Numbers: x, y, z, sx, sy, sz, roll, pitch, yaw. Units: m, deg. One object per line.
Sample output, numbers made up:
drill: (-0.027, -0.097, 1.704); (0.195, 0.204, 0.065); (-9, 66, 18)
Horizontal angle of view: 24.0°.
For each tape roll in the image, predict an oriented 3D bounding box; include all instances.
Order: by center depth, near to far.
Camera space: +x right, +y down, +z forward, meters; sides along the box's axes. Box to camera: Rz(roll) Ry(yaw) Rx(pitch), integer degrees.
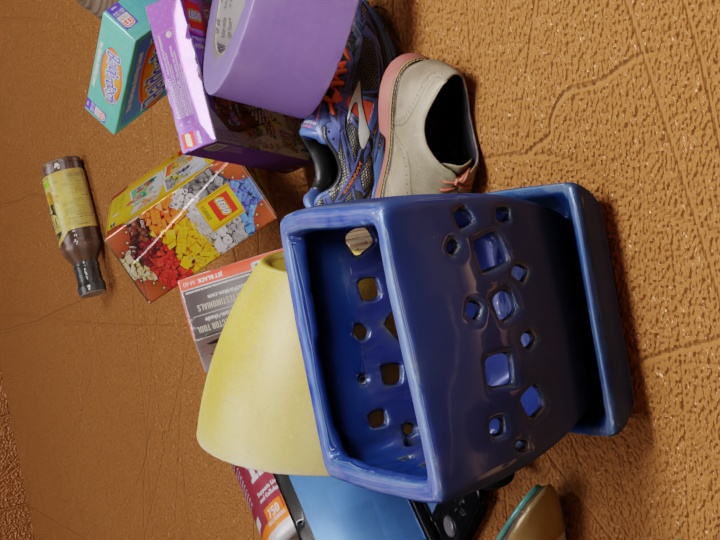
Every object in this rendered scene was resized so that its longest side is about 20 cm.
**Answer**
tape roll: (-0.063, -0.233, 1.396); (0.200, 0.084, 0.202); (-168, 90, -75)

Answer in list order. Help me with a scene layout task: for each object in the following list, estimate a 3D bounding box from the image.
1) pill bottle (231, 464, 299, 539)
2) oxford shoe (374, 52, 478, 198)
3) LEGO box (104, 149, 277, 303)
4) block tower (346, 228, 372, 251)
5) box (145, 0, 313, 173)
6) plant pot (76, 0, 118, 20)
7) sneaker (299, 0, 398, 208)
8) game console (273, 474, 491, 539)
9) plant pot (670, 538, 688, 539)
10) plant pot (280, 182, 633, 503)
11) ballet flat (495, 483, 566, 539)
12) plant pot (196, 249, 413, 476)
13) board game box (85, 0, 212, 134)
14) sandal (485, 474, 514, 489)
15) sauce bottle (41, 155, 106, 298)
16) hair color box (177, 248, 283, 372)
pill bottle: (-0.072, 0.186, 1.687); (0.114, 0.112, 0.201); (105, 145, -48)
oxford shoe: (0.055, -0.064, 1.316); (0.075, 0.070, 0.202); (21, 122, 56)
LEGO box: (-0.167, -0.062, 1.658); (0.078, 0.148, 0.200); (56, -178, -15)
block tower: (0.000, 0.000, 1.498); (0.200, 0.057, 0.055); (-149, 51, -63)
box: (-0.114, -0.166, 1.542); (0.039, 0.200, 0.138); (-19, 80, 23)
plant pot: (-0.285, -0.361, 1.953); (0.200, 0.092, 0.203); (169, 90, -68)
sneaker: (-0.012, -0.133, 1.421); (0.075, 0.078, 0.203); (-166, 72, -64)
game console: (0.009, 0.168, 1.477); (0.173, 0.117, 0.201); (107, 143, -50)
plant pot: (0.192, 0.304, 1.047); (0.184, 0.199, 0.202); (49, 146, 30)
plant pot: (0.071, 0.038, 1.182); (0.200, 0.178, 0.202); (176, 82, -68)
ballet flat: (0.130, 0.231, 1.314); (0.063, 0.069, 0.201); (39, 148, 14)
plant pot: (-0.031, 0.062, 1.337); (0.200, 0.198, 0.144); (-155, 63, -63)
board game box: (-0.169, -0.236, 1.604); (0.045, 0.200, 0.152); (42, 149, 9)
sandal: (0.054, 0.152, 1.384); (0.200, 0.075, 0.049); (19, 111, 51)
sauce bottle: (-0.409, -0.062, 2.436); (0.065, 0.064, 0.202); (141, 116, -65)
hair color box: (-0.113, 0.041, 1.648); (0.200, 0.110, 0.065); (105, 147, -79)
